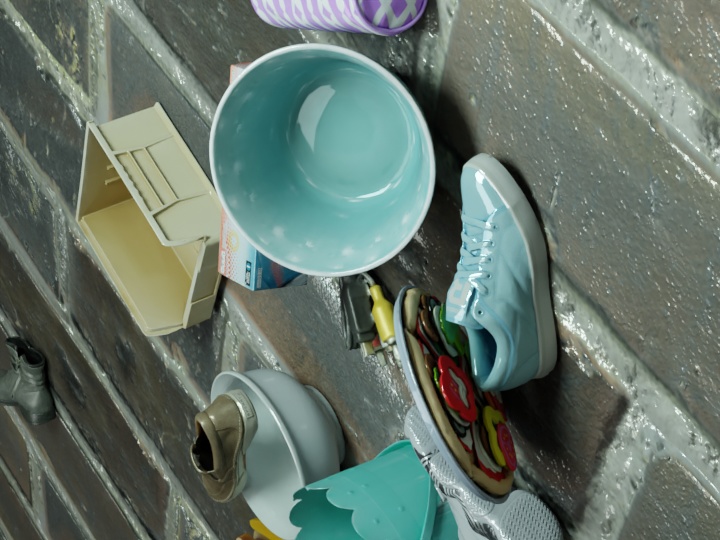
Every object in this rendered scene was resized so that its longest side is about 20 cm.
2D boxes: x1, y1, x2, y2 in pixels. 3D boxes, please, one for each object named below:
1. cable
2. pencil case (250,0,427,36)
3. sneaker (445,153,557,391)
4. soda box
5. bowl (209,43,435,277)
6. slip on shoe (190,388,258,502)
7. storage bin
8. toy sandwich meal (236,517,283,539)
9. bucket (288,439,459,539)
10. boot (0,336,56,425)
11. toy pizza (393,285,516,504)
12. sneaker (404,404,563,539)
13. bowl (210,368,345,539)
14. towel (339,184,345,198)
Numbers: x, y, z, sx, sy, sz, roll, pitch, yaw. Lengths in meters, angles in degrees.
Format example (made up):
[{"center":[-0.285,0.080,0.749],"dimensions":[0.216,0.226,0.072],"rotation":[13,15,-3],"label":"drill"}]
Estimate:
[{"center":[0.000,0.000,1.665],"dimensions":[0.097,0.050,0.203],"rotation":[156,103,-71],"label":"cable"},{"center":[-0.021,-0.245,1.449],"dimensions":[0.199,0.083,0.087],"rotation":[18,103,56],"label":"pencil case"},{"center":[0.106,0.009,1.400],"dimensions":[0.074,0.081,0.202],"rotation":[11,121,58],"label":"sneaker"},{"center":[-0.084,-0.088,1.574],"dimensions":[0.068,0.063,0.203],"rotation":[25,116,50],"label":"soda box"},{"center":[-0.021,-0.107,1.470],"dimensions":[0.198,0.105,0.203],"rotation":[5,111,14],"label":"bowl"},{"center":[-0.160,0.201,1.882],"dimensions":[0.076,0.060,0.201],"rotation":[57,152,19],"label":"slip on shoe"},{"center":[-0.243,-0.054,2.004],"dimensions":[0.199,0.093,0.201],"rotation":[56,152,22],"label":"storage bin"},{"center":[-0.079,0.374,2.058],"dimensions":[0.205,0.070,0.207],"rotation":[43,145,40],"label":"toy sandwich meal"},{"center":[0.036,0.276,1.687],"dimensions":[0.207,0.134,0.209],"rotation":[42,145,40],"label":"bucket"},{"center":[-0.573,0.165,2.857],"dimensions":[0.199,0.067,0.132],"rotation":[23,126,45],"label":"boot"},{"center":[0.088,0.101,1.455],"dimensions":[0.201,0.031,0.201],"rotation":[54,-160,-30],"label":"toy pizza"},{"center":[0.102,0.220,1.583],"dimensions":[0.200,0.075,0.116],"rotation":[48,145,28],"label":"sneaker"},{"center":[-0.078,0.189,1.887],"dimensions":[0.201,0.090,0.203],"rotation":[43,144,41],"label":"bowl"},{"center":[-0.052,-0.115,1.622],"dimensions":[0.199,0.048,0.113],"rotation":[25,114,51],"label":"towel"}]
